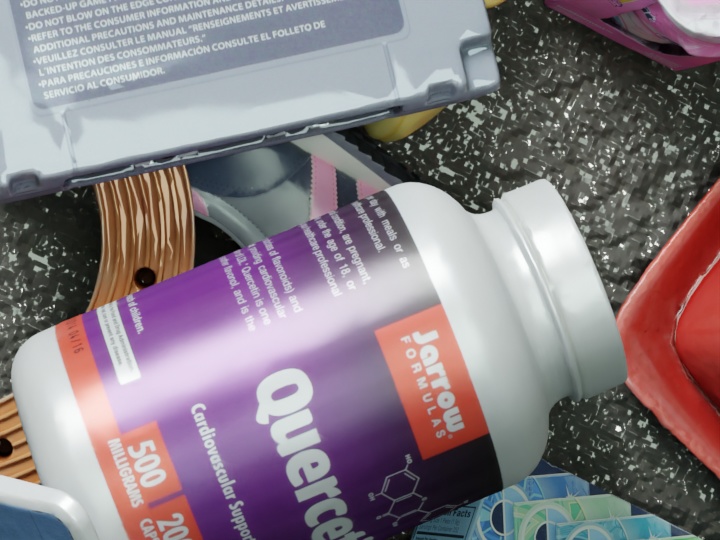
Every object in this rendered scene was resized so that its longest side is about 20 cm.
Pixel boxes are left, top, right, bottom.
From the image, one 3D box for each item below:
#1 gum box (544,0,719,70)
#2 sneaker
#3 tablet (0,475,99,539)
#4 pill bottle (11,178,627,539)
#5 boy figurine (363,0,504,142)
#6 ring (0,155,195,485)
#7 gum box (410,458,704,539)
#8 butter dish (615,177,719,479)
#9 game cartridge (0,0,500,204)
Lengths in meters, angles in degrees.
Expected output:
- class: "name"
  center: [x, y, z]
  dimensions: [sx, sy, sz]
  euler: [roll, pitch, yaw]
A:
- class: "gum box"
  center: [0.148, -0.173, 0.968]
  dimensions: [0.066, 0.113, 0.201]
  euler: [24, 85, -11]
- class: "sneaker"
  center: [0.000, 0.000, 0.966]
  dimensions: [0.199, 0.070, 0.082]
  euler: [37, 98, -5]
- class: "tablet"
  center: [-0.105, 0.147, 0.878]
  dimensions: [0.014, 0.129, 0.201]
  euler: [-45, 127, -37]
- class: "pill bottle"
  center: [-0.013, 0.041, 0.877]
  dimensions: [0.199, 0.112, 0.113]
  euler: [-23, 95, -3]
- class: "boy figurine"
  center: [0.028, -0.150, 0.968]
  dimensions: [0.124, 0.064, 0.201]
  euler: [20, 82, -14]
- class: "ring"
  center: [-0.159, -0.012, 0.930]
  dimensions: [0.199, 0.019, 0.202]
  euler: [0, 94, -1]
- class: "gum box"
  center: [0.074, 0.186, 0.949]
  dimensions: [0.169, 0.044, 0.201]
  euler: [27, 75, -28]
- class: "butter dish"
  center: [0.232, 0.021, 0.969]
  dimensions: [0.199, 0.148, 0.200]
  euler: [42, 82, -9]
- class: "game cartridge"
  center: [-0.060, -0.107, 0.904]
  dimensions: [0.198, 0.041, 0.134]
  euler: [-12, 88, -8]
